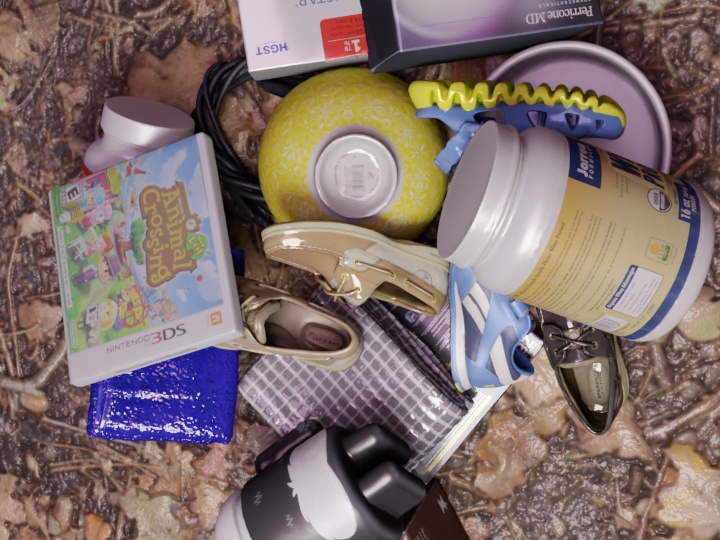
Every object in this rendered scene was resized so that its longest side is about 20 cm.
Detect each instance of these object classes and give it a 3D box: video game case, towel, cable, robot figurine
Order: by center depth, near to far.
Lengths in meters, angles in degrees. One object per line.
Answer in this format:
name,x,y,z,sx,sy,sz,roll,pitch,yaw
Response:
robot figurine,-0.039,0.224,0.942,0.199,0.150,0.125,-36,101,12
video game case,-0.208,-0.011,0.974,0.180,0.022,0.202,-17,72,17
towel,-0.191,0.067,1.009,0.146,0.050,0.202,3,80,-5
towel,-0.010,0.122,1.030,0.200,0.085,0.166,44,106,9
cable,-0.091,-0.146,1.086,0.163,0.051,0.201,-38,85,16

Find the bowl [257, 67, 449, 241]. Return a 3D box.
bowl,-0.006,-0.098,1.012,0.198,0.108,0.202,0,102,-1

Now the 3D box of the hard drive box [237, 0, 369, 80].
hard drive box,-0.049,-0.304,1.022,0.154,0.077,0.202,-9,94,0

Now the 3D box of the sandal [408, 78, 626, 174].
sandal,0.140,-0.128,0.934,0.198,0.079,0.088,6,102,23

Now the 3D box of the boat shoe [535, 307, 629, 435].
boat shoe,0.213,0.070,0.984,0.073,0.065,0.201,-16,117,25

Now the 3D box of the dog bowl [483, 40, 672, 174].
dog bowl,0.198,-0.116,0.995,0.198,0.079,0.202,2,97,15

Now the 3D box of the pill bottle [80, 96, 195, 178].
pill bottle,-0.241,-0.072,1.087,0.115,0.116,0.202,21,112,12

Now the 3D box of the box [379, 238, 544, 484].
box,0.073,0.094,1.071,0.161,0.049,0.201,40,105,10

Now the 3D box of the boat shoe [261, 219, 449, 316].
boat shoe,0.000,0.000,0.970,0.198,0.074,0.067,11,74,-22

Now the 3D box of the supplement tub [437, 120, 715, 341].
supplement tub,0.178,-0.035,0.869,0.198,0.145,0.146,19,102,-11

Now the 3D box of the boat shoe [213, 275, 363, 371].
boat shoe,-0.094,0.044,0.964,0.198,0.065,0.073,17,79,7

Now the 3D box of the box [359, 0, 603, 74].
box,0.098,-0.300,0.941,0.198,0.123,0.201,-11,95,-12

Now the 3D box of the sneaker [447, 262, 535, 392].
sneaker,0.126,0.021,0.979,0.081,0.074,0.202,1,114,15

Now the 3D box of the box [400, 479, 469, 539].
box,0.016,0.349,1.055,0.199,0.164,0.167,-29,88,17
